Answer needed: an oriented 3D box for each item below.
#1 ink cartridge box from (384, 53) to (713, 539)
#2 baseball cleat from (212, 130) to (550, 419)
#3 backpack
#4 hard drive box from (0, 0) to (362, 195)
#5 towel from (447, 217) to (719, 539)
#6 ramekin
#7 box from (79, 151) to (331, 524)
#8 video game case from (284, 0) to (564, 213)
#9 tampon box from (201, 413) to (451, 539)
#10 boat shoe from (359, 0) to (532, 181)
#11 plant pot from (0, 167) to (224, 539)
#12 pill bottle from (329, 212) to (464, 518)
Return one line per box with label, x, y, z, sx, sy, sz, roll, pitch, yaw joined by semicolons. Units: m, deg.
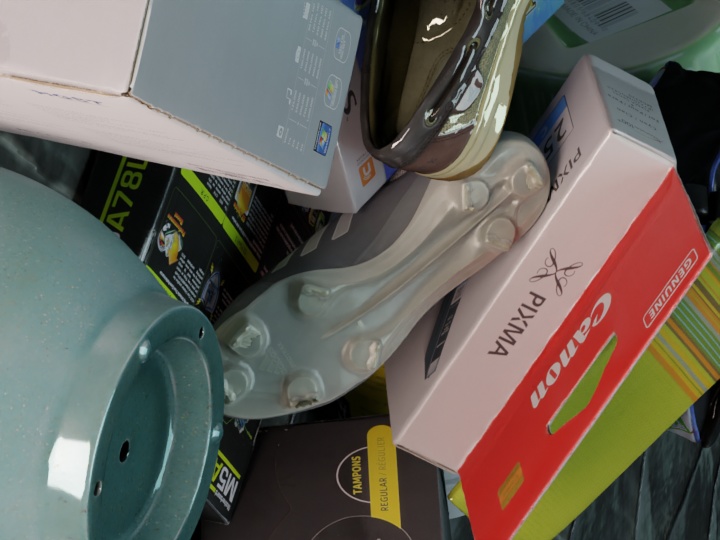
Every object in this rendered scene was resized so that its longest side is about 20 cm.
ink cartridge box;0.084;0.017;1.321;0.200;0.045;0.176;-57;-162;22
baseball cleat;0.000;0.000;1.314;0.200;0.106;0.070;-32;110;-10
backpack;0.166;-0.006;1.525;0.200;0.154;0.191;-41;132;-54
hard drive box;-0.107;-0.093;1.023;0.200;0.156;0.077;22;80;-71
towel;0.132;0.063;1.411;0.200;0.018;0.086;-45;136;0
ramekin;0.156;-0.130;1.665;0.200;0.200;0.098;-59;146;-42
box;-0.079;-0.001;1.312;0.200;0.047;0.193;57;50;-63
video game case;0.014;-0.156;1.301;0.200;0.045;0.181;-46;133;-38
tampon box;-0.009;0.197;1.424;0.150;0.126;0.200;-94;178;-49
boat shoe;0.042;-0.140;1.243;0.066;0.072;0.201;0;102;-59
plant pot;-0.135;0.058;1.065;0.200;0.134;0.201;12;90;-71
pill bottle;0.038;0.045;1.556;0.111;0.111;0.200;-59;152;-42
